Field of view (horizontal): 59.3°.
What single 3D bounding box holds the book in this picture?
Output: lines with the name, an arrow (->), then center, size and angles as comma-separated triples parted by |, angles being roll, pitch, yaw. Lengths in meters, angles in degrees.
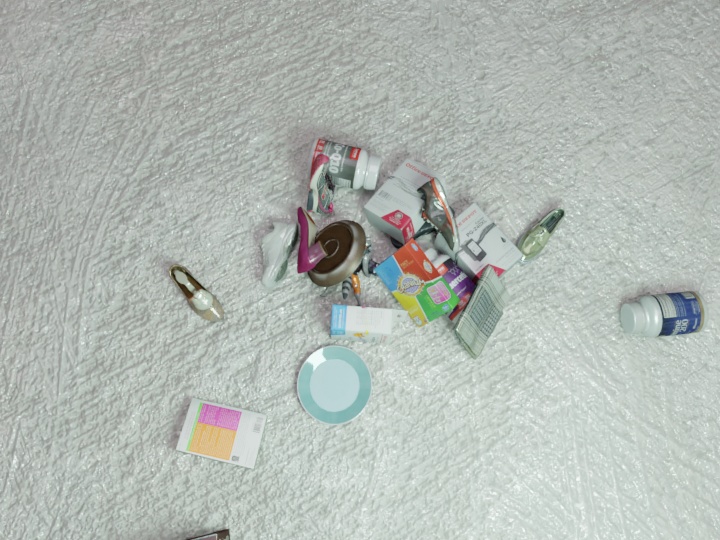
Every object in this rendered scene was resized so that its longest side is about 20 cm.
book -> -0.344, 0.407, 1.585 | 0.195, 0.048, 0.136 | 13, 69, 1

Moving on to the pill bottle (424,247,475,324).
pill bottle -> 0.232, 0.039, 1.690 | 0.112, 0.113, 0.201 | -39, 77, -14

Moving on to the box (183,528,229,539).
box -> -0.370, 0.710, 1.419 | 0.160, 0.166, 0.204 | -11, 73, -5

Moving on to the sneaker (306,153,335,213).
sneaker -> -0.102, -0.237, 1.730 | 0.073, 0.202, 0.082 | 10, 54, -2

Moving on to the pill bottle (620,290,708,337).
pill bottle -> 0.805, 0.119, 1.686 | 0.195, 0.111, 0.114 | -5, 72, -4

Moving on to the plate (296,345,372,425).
plate -> -0.067, 0.297, 1.641 | 0.195, 0.026, 0.205 | 0, 72, -1

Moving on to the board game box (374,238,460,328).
board game box -> 0.144, 0.036, 1.644 | 0.201, 0.153, 0.040 | 51, 50, -1

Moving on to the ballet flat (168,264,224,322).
ballet flat -> -0.443, 0.059, 1.683 | 0.199, 0.067, 0.068 | 41, 75, 11

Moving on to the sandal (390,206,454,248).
sandal -> 0.173, -0.127, 1.784 | 0.197, 0.043, 0.077 | -27, 62, -1

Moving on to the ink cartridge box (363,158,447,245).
ink cartridge box -> 0.128, -0.194, 1.758 | 0.144, 0.084, 0.201 | 33, 72, 30

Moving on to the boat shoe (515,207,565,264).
boat shoe -> 0.501, -0.104, 1.773 | 0.072, 0.062, 0.201 | 38, 75, 10

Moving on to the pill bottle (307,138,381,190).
pill bottle -> -0.044, -0.296, 1.790 | 0.195, 0.114, 0.116 | 13, 71, 3

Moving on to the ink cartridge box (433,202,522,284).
ink cartridge box -> 0.319, -0.060, 1.733 | 0.145, 0.084, 0.201 | -38, 77, -13

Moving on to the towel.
towel -> 0.317, 0.114, 1.628 | 0.034, 0.200, 0.195 | 21, 74, 35

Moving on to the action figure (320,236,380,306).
action figure -> 0.000, 0.000, 1.702 | 0.196, 0.105, 0.197 | 16, 77, 2

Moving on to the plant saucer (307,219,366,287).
plant saucer -> -0.073, -0.054, 1.693 | 0.197, 0.032, 0.204 | -21, 51, 28

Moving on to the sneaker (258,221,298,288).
sneaker -> -0.240, -0.046, 1.730 | 0.097, 0.078, 0.203 | 14, 63, 10

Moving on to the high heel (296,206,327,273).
high heel -> -0.160, -0.087, 1.713 | 0.095, 0.067, 0.202 | -34, 47, 10

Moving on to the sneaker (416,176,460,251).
sneaker -> 0.204, -0.139, 1.671 | 0.080, 0.077, 0.204 | -21, 83, 13

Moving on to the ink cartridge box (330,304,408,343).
ink cartridge box -> 0.021, 0.143, 1.647 | 0.195, 0.115, 0.069 | 4, 71, 0
